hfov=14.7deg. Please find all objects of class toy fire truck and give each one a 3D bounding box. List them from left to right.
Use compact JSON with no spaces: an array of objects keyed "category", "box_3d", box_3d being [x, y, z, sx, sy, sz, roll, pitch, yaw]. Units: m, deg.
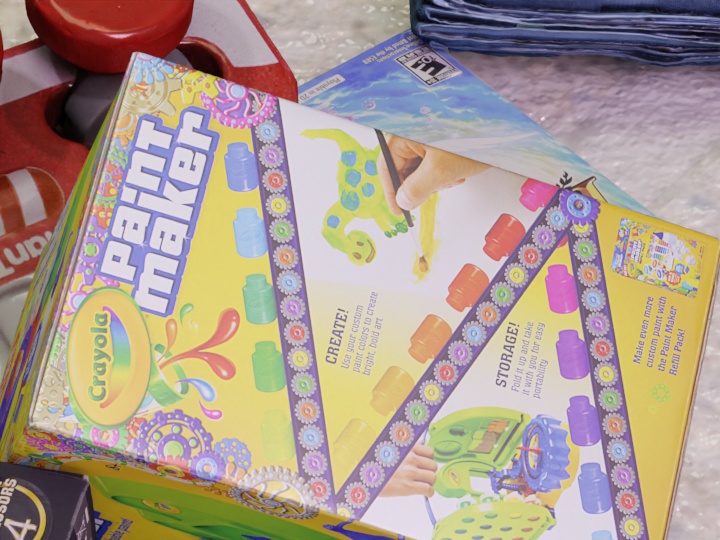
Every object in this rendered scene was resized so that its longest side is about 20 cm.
[{"category":"toy fire truck","box_3d":[-0.109,-0.030,1.050,0.199,0.112,0.168,-21,64,-24]}]

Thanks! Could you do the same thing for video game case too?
[{"category":"video game case","box_3d":[0.000,0.000,1.112,0.199,0.046,0.181,-30,50,-23]}]

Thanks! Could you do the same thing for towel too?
[{"category":"towel","box_3d":[0.121,-0.121,1.203,0.199,0.049,0.112,2,23,0]}]

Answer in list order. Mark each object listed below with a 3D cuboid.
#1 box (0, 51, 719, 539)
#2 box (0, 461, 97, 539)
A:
[{"category":"box","box_3d":[-0.015,0.044,0.898,0.191,0.200,0.123,17,70,-8]},{"category":"box","box_3d":[-0.114,0.179,0.824,0.049,0.201,0.162,9,49,7]}]
